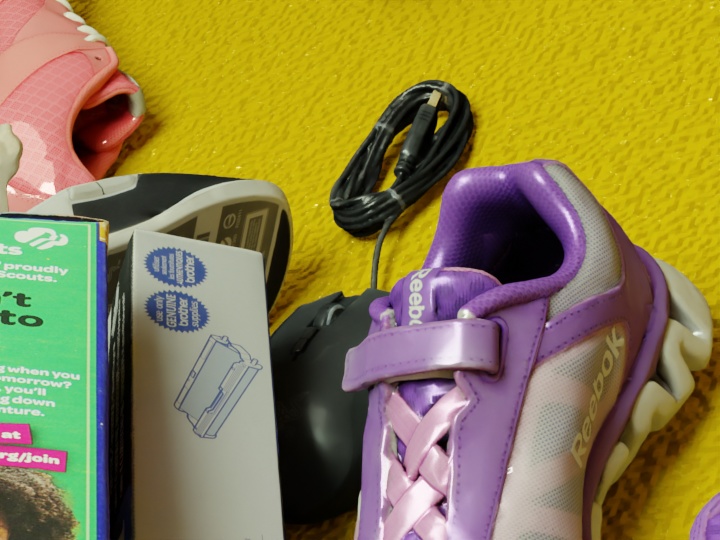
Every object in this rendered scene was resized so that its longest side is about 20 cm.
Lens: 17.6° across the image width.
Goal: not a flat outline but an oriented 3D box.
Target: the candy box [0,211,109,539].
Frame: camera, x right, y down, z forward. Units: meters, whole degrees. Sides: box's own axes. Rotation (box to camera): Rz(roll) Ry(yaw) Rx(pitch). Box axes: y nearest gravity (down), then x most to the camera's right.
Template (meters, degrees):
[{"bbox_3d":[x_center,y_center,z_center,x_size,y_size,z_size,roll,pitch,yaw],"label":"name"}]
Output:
[{"bbox_3d":[-0.105,0.102,0.571,0.077,0.169,0.200,5,27,-11],"label":"candy box"}]

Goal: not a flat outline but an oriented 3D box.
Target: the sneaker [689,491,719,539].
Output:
[{"bbox_3d":[0.164,0.042,0.532,0.200,0.089,0.081,-13,40,26],"label":"sneaker"}]

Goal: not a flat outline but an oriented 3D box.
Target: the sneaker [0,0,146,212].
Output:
[{"bbox_3d":[-0.123,-0.069,0.917,0.087,0.074,0.200,-7,43,10],"label":"sneaker"}]

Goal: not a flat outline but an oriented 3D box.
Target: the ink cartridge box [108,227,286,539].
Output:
[{"bbox_3d":[-0.052,0.087,0.631,0.044,0.094,0.200,10,35,-13],"label":"ink cartridge box"}]

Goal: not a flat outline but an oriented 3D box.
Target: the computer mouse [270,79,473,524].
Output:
[{"bbox_3d":[0.000,0.000,0.753,0.058,0.034,0.200,-13,38,26],"label":"computer mouse"}]

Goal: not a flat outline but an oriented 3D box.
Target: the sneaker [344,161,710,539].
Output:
[{"bbox_3d":[0.027,0.048,0.613,0.080,0.089,0.200,-3,45,32],"label":"sneaker"}]

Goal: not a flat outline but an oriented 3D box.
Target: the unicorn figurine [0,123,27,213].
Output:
[{"bbox_3d":[-0.188,0.005,0.746,0.199,0.074,0.138,3,65,-6],"label":"unicorn figurine"}]

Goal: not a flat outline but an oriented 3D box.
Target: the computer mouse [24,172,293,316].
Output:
[{"bbox_3d":[-0.101,0.011,0.720,0.044,0.110,0.200,31,30,33],"label":"computer mouse"}]
